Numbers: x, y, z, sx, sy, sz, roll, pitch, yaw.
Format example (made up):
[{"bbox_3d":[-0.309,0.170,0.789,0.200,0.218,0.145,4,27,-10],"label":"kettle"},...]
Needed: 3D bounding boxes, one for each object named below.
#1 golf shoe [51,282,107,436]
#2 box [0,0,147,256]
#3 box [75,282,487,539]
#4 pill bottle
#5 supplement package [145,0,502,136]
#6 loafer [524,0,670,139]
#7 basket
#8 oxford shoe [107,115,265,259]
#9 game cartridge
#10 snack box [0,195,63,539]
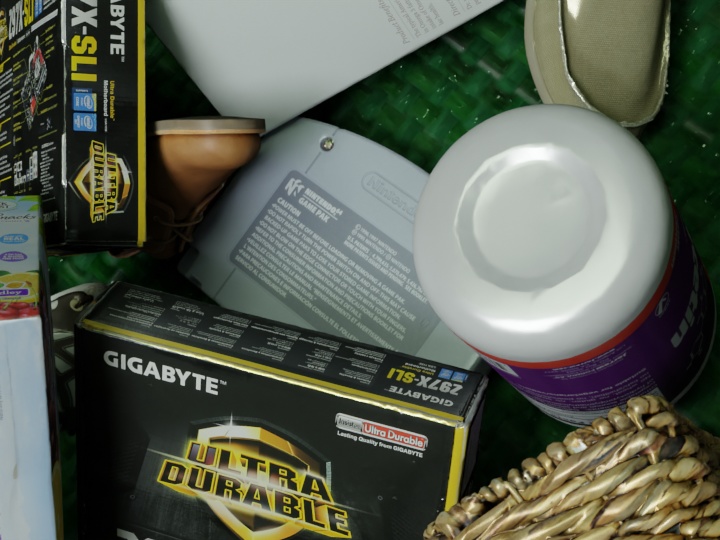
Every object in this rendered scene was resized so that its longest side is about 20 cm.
[{"bbox_3d":[-0.153,0.054,0.857,0.199,0.078,0.095,14,79,26],"label":"golf shoe"},{"bbox_3d":[-0.171,-0.090,0.840,0.200,0.049,0.161,176,95,-66],"label":"box"},{"bbox_3d":[-0.044,0.106,0.733,0.198,0.049,0.161,14,122,14],"label":"box"},{"bbox_3d":[0.104,0.009,0.687,0.112,0.200,0.113,-7,70,20],"label":"pill bottle"},{"bbox_3d":[-0.020,-0.187,0.839,0.199,0.117,0.118,-27,44,13],"label":"supplement package"},{"bbox_3d":[0.133,-0.166,0.783,0.075,0.068,0.202,0,85,-18],"label":"loafer"},{"bbox_3d":[0.124,0.162,0.628,0.142,0.200,0.150,-33,65,13],"label":"basket"},{"bbox_3d":[-0.103,-0.046,0.837,0.200,0.071,0.072,-19,74,63],"label":"oxford shoe"},{"bbox_3d":[0.000,0.000,0.832,0.200,0.040,0.134,37,93,29],"label":"game cartridge"},{"bbox_3d":[-0.177,0.082,0.732,0.053,0.202,0.142,-3,26,-12],"label":"snack box"}]
